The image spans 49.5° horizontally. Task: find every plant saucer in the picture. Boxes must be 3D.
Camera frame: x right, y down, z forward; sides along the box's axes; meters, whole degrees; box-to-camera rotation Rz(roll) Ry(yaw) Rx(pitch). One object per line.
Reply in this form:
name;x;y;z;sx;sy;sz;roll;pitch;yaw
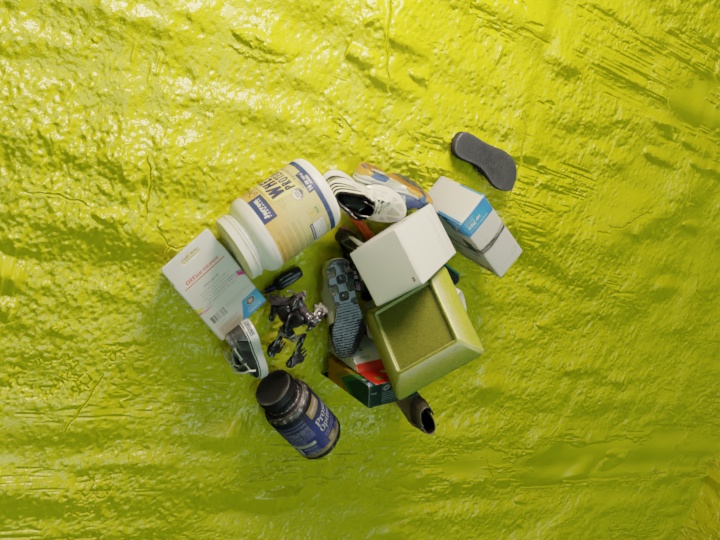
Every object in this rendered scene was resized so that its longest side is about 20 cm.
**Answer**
plant saucer;0.111;0.114;1.521;0.197;0.203;0.048;-30;152;13

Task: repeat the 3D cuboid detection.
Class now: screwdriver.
screwdriver;-0.201;0.047;1.533;0.197;0.028;0.030;-27;95;-14

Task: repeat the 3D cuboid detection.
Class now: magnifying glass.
magnifying glass;0.040;-0.039;1.630;0.022;0.079;0.201;-39;118;-6

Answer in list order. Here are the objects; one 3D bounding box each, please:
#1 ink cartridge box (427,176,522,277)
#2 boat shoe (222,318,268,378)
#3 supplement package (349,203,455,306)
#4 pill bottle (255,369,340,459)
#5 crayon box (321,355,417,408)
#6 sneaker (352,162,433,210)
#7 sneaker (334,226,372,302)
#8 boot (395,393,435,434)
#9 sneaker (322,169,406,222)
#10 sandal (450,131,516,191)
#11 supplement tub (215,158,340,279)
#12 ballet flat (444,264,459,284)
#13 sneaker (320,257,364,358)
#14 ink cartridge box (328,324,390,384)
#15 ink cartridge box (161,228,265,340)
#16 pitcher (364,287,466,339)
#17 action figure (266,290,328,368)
ink cartridge box;0.240;-0.094;1.687;0.086;0.146;0.200;-48;129;-6
boat shoe;-0.223;0.164;1.502;0.067;0.074;0.200;-29;159;-15
supplement package;0.087;-0.034;1.535;0.119;0.115;0.200;61;31;-5
pill bottle;-0.132;0.299;1.636;0.112;0.111;0.201;-43;129;-9
crayon box;0.015;0.218;1.649;0.123;0.199;0.053;-8;107;-31
sneaker;0.057;-0.150;1.592;0.196;0.076;0.089;17;112;-31
sneaker;0.000;0.000;1.610;0.086;0.080;0.201;-45;128;-6
boot;0.106;0.279;1.769;0.070;0.146;0.202;-38;128;-10
sneaker;0.019;-0.115;1.477;0.197;0.116;0.077;17;114;-32
sandal;0.272;-0.244;1.714;0.198;0.043;0.077;32;85;-30
supplement tub;-0.150;-0.092;1.419;0.198;0.144;0.146;-36;127;-15
ballet flat;0.150;-0.011;1.716;0.074;0.073;0.199;-52;132;-2
sneaker;-0.042;0.073;1.591;0.072;0.088;0.206;-7;98;-21
ink cartridge box;0.043;0.167;1.637;0.159;0.199;0.052;-9;108;-30
ink cartridge box;-0.277;0.016;1.431;0.115;0.068;0.201;-41;129;-10
pitcher;0.126;0.087;1.646;0.171;0.195;0.125;-25;107;-67
action figure;-0.131;0.093;1.529;0.116;0.103;0.202;21;134;2
